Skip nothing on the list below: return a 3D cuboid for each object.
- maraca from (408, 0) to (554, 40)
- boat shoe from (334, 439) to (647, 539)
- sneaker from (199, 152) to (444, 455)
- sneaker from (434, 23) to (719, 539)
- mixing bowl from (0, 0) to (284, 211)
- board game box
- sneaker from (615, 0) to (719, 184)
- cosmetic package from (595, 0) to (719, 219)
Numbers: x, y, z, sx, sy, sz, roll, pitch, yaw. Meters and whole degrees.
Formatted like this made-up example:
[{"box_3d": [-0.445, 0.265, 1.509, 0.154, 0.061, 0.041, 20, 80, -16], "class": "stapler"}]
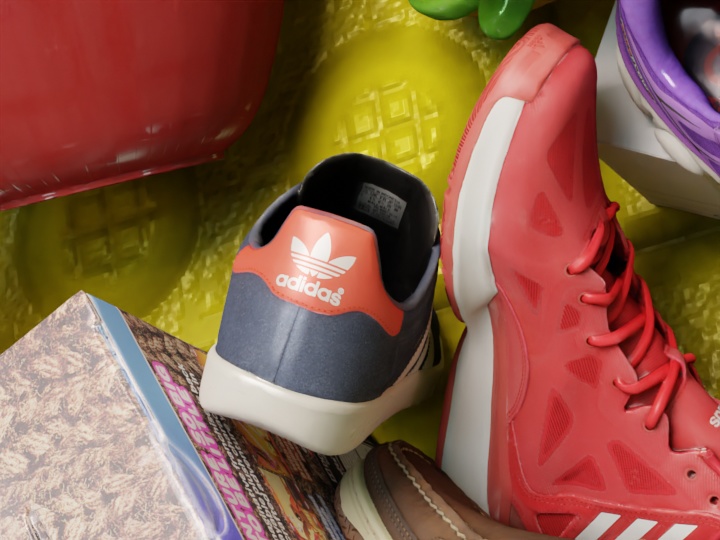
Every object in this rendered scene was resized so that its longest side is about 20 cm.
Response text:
[{"box_3d": [0.058, -0.147, 0.952, 0.137, 0.107, 0.200, -64, 18, 11], "class": "maraca"}, {"box_3d": [0.071, 0.115, 0.858, 0.075, 0.075, 0.202, -48, 54, 9], "class": "boat shoe"}, {"box_3d": [0.000, 0.000, 0.915, 0.075, 0.200, 0.085, 19, 101, 2], "class": "sneaker"}, {"box_3d": [0.091, 0.017, 0.891, 0.115, 0.200, 0.078, 19, 44, 21], "class": "sneaker"}, {"box_3d": [-0.110, -0.084, 1.020, 0.200, 0.200, 0.109, -11, 94, 25], "class": "mixing bowl"}, {"box_3d": [-0.043, 0.120, 0.894, 0.097, 0.200, 0.160, -38, 60, 13], "class": "board game box"}, {"box_3d": [0.147, -0.026, 0.830, 0.200, 0.083, 0.081, 43, 94, 17], "class": "sneaker"}, {"box_3d": [0.140, -0.123, 0.941, 0.051, 0.083, 0.201, 16, 83, 31], "class": "cosmetic package"}]
